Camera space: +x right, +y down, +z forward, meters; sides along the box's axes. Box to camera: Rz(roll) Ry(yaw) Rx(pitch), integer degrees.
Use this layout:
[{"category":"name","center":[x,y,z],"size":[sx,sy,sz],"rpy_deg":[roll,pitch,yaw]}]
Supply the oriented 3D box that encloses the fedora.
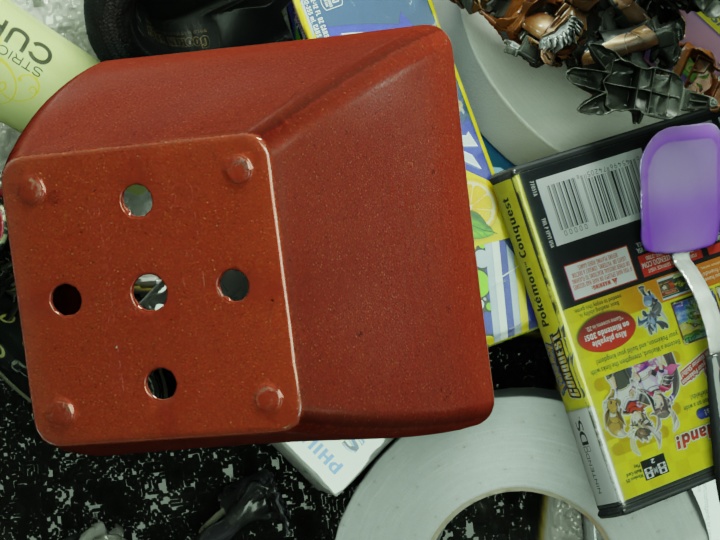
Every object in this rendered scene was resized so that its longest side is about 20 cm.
[{"category":"fedora","center":[-0.074,-0.190,1.512],"size":[0.200,0.201,0.092],"rpy_deg":[-37,59,-7]}]

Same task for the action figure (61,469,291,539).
[{"category":"action figure","center":[-0.121,0.180,1.503],"size":[0.200,0.102,0.119],"rpy_deg":[-25,102,-8]}]

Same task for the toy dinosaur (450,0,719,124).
[{"category":"toy dinosaur","center":[0.135,-0.123,1.432],"size":[0.199,0.136,0.103],"rpy_deg":[4,90,-10]}]

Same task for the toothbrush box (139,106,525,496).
[{"category":"toothbrush box","center":[0.000,0.000,1.530],"size":[0.146,0.085,0.200],"rpy_deg":[44,83,-4]}]

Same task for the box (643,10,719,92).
[{"category":"box","center":[0.181,-0.226,1.517],"size":[0.176,0.097,0.200],"rpy_deg":[42,57,-4]}]

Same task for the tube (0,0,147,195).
[{"category":"tube","center":[-0.187,-0.108,1.506],"size":[0.200,0.052,0.058],"rpy_deg":[32,61,-19]}]

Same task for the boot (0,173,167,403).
[{"category":"boot","center":[-0.178,0.009,1.475],"size":[0.073,0.154,0.204],"rpy_deg":[-42,92,-6]}]

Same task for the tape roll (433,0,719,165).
[{"category":"tape roll","center":[0.133,-0.131,1.533],"size":[0.202,0.037,0.203],"rpy_deg":[10,66,-23]}]

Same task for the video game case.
[{"category":"video game case","center":[0.175,0.012,1.472],"size":[0.200,0.025,0.181],"rpy_deg":[-18,89,-33]}]

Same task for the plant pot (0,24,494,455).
[{"category":"plant pot","center":[-0.067,-0.003,1.362],"size":[0.199,0.176,0.201],"rpy_deg":[-5,96,21]}]

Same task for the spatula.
[{"category":"spatula","center":[0.173,0.027,1.439],"size":[0.056,0.021,0.201],"rpy_deg":[-6,84,-36]}]

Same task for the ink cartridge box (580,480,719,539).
[{"category":"ink cartridge box","center":[0.214,0.087,1.551],"size":[0.199,0.043,0.199],"rpy_deg":[-5,89,-1]}]

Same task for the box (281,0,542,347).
[{"category":"box","center":[0.027,-0.055,1.460],"size":[0.070,0.064,0.201],"rpy_deg":[-20,92,-7]}]

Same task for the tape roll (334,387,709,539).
[{"category":"tape roll","center":[0.085,0.163,1.500],"size":[0.200,0.066,0.201],"rpy_deg":[0,91,7]}]
